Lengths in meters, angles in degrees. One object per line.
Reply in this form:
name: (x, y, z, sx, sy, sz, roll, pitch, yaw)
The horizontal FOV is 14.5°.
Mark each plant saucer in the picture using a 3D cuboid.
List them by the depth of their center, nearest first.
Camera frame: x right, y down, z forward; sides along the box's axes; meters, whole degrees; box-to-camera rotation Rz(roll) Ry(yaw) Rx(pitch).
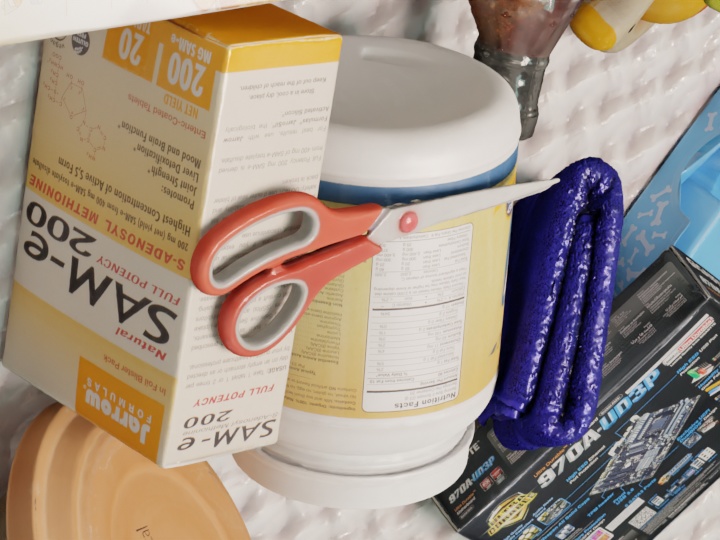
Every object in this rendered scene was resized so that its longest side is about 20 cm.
plant saucer: (-0.096, 0.151, 1.347, 0.200, 0.032, 0.201, 47, 30, -39)

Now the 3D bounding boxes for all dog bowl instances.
dog bowl: (0.217, -0.037, 1.674, 0.200, 0.049, 0.112, -52, 140, -12)

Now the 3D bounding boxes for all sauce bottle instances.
sauce bottle: (0.087, -0.164, 1.390, 0.066, 0.066, 0.201, -10, 121, -44)

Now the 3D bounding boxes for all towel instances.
towel: (0.092, 0.019, 1.474, 0.200, 0.049, 0.148, 142, -44, -84)

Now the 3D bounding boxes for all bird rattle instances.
bird rattle: (0.174, -0.187, 1.498, 0.163, 0.113, 0.200, -47, -177, 20)

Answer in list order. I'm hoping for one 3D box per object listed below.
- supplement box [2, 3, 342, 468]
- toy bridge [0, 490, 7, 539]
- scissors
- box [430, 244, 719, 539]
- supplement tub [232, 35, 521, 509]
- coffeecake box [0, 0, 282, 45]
supplement box: (-0.089, -0.029, 1.282, 0.073, 0.126, 0.201, -10, 118, -43)
toy bridge: (-0.168, 0.124, 1.359, 0.067, 0.027, 0.200, -48, 139, -15)
scissors: (0.011, -0.025, 1.266, 0.200, 0.014, 0.073, -27, 127, -24)
box: (0.153, 0.093, 1.628, 0.200, 0.046, 0.159, -45, 142, 11)
supplement tub: (0.000, 0.000, 1.381, 0.144, 0.144, 0.201, -20, 125, -40)
coffeecake box: (-0.088, -0.188, 1.188, 0.199, 0.073, 0.154, -11, 120, -21)
